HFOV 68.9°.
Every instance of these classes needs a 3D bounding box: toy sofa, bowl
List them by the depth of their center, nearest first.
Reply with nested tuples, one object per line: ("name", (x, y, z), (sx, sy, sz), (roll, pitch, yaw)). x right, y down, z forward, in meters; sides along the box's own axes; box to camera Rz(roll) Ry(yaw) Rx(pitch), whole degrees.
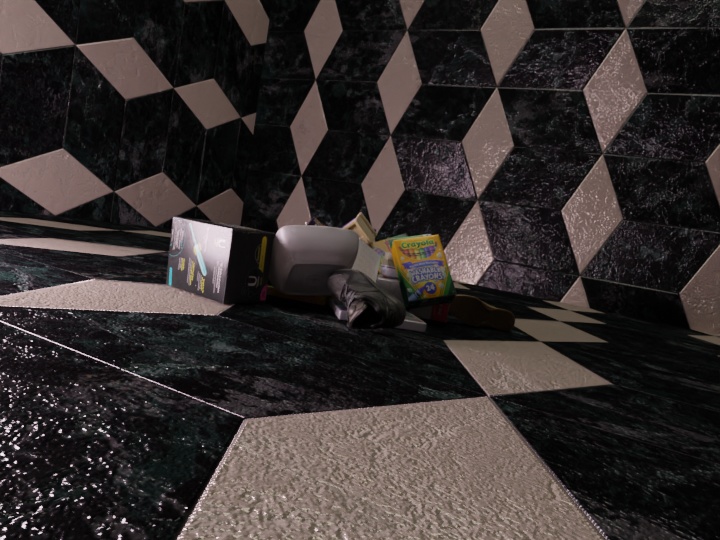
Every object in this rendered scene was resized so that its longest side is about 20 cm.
("bowl", (-0.105, -0.009, 1.178), (0.194, 0.076, 0.201), (2, -33, -21))
("toy sofa", (-0.051, -0.078, 1.512), (0.198, 0.083, 0.098), (-33, 14, 25))

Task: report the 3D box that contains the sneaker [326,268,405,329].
("sneaker", (-0.012, 0.056, 1.063), (0.198, 0.078, 0.113), (33, 21, 31))

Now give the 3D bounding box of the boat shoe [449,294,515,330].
("boat shoe", (0.310, 0.114, 1.387), (0.195, 0.073, 0.064), (20, -3, -15))

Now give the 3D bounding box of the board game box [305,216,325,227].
("board game box", (-0.087, -0.031, 1.394), (0.199, 0.057, 0.166), (42, 26, -8))

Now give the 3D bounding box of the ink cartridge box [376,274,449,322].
("ink cartridge box", (0.127, 0.070, 1.381), (0.194, 0.086, 0.145), (11, 4, -1))

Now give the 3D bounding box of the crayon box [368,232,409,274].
("crayon box", (0.083, -0.027, 1.535), (0.196, 0.051, 0.128), (-18, 58, -27))

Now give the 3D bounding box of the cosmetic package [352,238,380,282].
("cosmetic package", (0.000, 0.000, 1.357), (0.082, 0.051, 0.201), (41, 27, -14))

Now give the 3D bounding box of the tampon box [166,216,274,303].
("tampon box", (-0.303, -0.024, 1.132), (0.196, 0.155, 0.125), (13, 6, 34))

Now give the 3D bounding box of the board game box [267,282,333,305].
("board game box", (-0.170, 0.052, 1.294), (0.194, 0.031, 0.095), (13, 5, 8))

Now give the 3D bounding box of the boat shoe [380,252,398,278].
("boat shoe", (0.149, -0.003, 1.375), (0.194, 0.064, 0.072), (10, 4, -17))

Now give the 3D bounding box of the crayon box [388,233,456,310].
("crayon box", (0.150, -0.012, 1.308), (0.122, 0.205, 0.052), (-8, -28, -10))

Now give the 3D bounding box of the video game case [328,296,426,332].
("video game case", (0.032, 0.098, 1.195), (0.194, 0.024, 0.182), (10, 4, -12))
